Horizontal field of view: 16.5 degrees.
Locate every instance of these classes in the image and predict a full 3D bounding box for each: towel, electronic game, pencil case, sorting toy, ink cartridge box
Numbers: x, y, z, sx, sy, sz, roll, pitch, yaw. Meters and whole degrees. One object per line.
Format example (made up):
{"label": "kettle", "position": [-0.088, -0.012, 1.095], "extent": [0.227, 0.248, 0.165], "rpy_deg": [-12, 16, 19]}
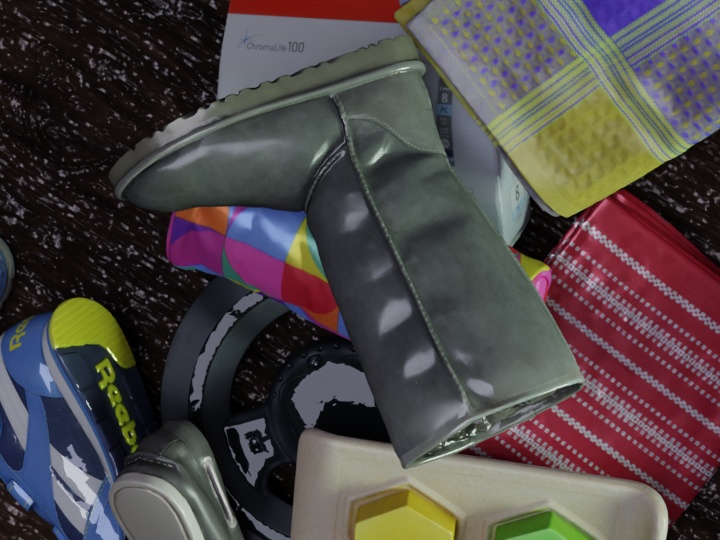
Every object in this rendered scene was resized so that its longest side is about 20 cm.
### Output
{"label": "towel", "position": [0.127, 0.071, 1.322], "extent": [0.145, 0.022, 0.200], "rpy_deg": [37, 100, -5]}
{"label": "electronic game", "position": [-0.011, 0.076, 1.365], "extent": [0.200, 0.042, 0.200], "rpy_deg": [1, 98, 7]}
{"label": "towel", "position": [0.126, -0.119, 1.192], "extent": [0.200, 0.023, 0.144], "rpy_deg": [-30, 99, 34]}
{"label": "pencil case", "position": [0.000, 0.000, 1.279], "extent": [0.200, 0.088, 0.088], "rpy_deg": [27, 102, 11]}
{"label": "sorting toy", "position": [0.055, 0.182, 1.329], "extent": [0.200, 0.036, 0.185], "rpy_deg": [11, 119, 9]}
{"label": "ink cartridge box", "position": [-0.001, -0.109, 1.289], "extent": [0.160, 0.047, 0.200], "rpy_deg": [6, 124, 24]}

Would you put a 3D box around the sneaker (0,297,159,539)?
{"label": "sneaker", "position": [-0.154, 0.115, 1.394], "extent": [0.082, 0.074, 0.200], "rpy_deg": [-13, 98, 30]}

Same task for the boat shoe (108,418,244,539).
{"label": "boat shoe", "position": [-0.080, 0.167, 1.364], "extent": [0.067, 0.057, 0.200], "rpy_deg": [5, 133, 28]}

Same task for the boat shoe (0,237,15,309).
{"label": "boat shoe", "position": [-0.272, 0.062, 1.415], "extent": [0.072, 0.072, 0.200], "rpy_deg": [30, 103, 10]}

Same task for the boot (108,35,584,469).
{"label": "boot", "position": [-0.009, 0.003, 1.209], "extent": [0.182, 0.073, 0.200], "rpy_deg": [-22, 84, 4]}

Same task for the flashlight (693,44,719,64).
{"label": "flashlight", "position": [0.211, -0.186, 1.235], "extent": [0.068, 0.068, 0.200], "rpy_deg": [22, 85, 19]}
